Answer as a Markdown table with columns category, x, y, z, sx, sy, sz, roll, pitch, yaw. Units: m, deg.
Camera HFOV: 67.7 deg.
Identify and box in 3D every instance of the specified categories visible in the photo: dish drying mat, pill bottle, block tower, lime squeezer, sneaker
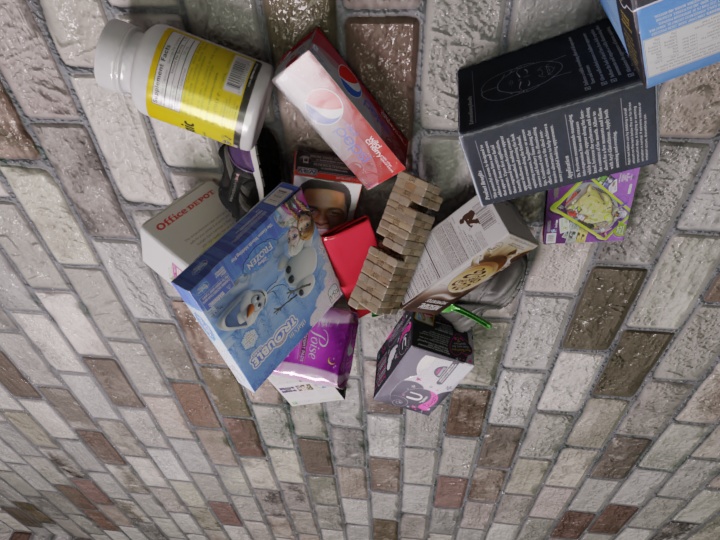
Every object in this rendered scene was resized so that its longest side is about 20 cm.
| category | x | y | z | sx | sy | sz | roll | pitch | yaw |
| --- | --- | --- | --- | --- | --- | --- | --- | --- | --- |
| dish drying mat | 0.000 | 0.000 | 0.823 | 0.076 | 0.018 | 0.201 | -26 | 140 | -5 |
| pill bottle | -0.214 | -0.234 | 0.667 | 0.197 | 0.112 | 0.112 | 19 | 136 | -9 |
| block tower | 0.052 | -0.032 | 0.764 | 0.054 | 0.057 | 0.203 | 7 | 108 | -53 |
| lime squeezer | 0.121 | 0.059 | 0.901 | 0.196 | 0.071 | 0.038 | 6 | 111 | 12 |
| sneaker | -0.159 | -0.095 | 0.773 | 0.086 | 0.204 | 0.075 | -7 | 175 | 23 |
| sneaker | 0.197 | 0.029 | 0.905 | 0.090 | 0.077 | 0.200 | 33 | 129 | -12 |

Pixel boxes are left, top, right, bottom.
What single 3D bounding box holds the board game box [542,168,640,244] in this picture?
| category | x | y | z | sx | sy | sz | roll | pitch | yaw |
| --- | --- | --- | --- | --- | --- | --- | --- | --- | --- |
| board game box | 0.324 | -0.120 | 0.757 | 0.118 | 0.033 | 0.202 | 1 | 137 | 14 |

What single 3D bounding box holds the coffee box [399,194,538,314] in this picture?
| category | x | y | z | sx | sy | sz | roll | pitch | yaw |
| --- | --- | --- | --- | --- | --- | --- | --- | --- | --- |
| coffee box | 0.147 | -0.020 | 0.803 | 0.199 | 0.081 | 0.112 | -38 | 152 | 29 |

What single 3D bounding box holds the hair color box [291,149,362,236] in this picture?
| category | x | y | z | sx | sy | sz | roll | pitch | yaw |
| --- | --- | --- | --- | --- | --- | --- | --- | --- | --- |
| hair color box | -0.065 | -0.080 | 0.830 | 0.100 | 0.062 | 0.202 | 6 | 137 | -9 |

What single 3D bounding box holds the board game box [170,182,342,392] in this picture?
| category | x | y | z | sx | sy | sz | roll | pitch | yaw |
| --- | --- | --- | --- | --- | --- | --- | --- | --- | --- |
| board game box | -0.123 | 0.024 | 0.718 | 0.043 | 0.200 | 0.201 | 20 | 145 | 35 |

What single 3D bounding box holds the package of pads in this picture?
| category | x | y | z | sx | sy | sz | roll | pitch | yaw |
| --- | --- | --- | --- | --- | --- | --- | --- | --- | --- |
| package of pads | -0.108 | 0.110 | 0.858 | 0.196 | 0.123 | 0.076 | 9 | 176 | 12 |

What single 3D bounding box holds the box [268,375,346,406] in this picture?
| category | x | y | z | sx | sy | sz | roll | pitch | yaw |
| --- | --- | --- | --- | --- | --- | --- | --- | --- | --- |
| box | -0.134 | 0.230 | 1.194 | 0.142 | 0.037 | 0.201 | -11 | 134 | 20 |

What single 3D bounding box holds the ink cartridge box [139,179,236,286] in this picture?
| category | x | y | z | sx | sy | sz | roll | pitch | yaw |
| --- | --- | --- | --- | --- | --- | --- | --- | --- | --- |
| ink cartridge box | -0.209 | -0.022 | 0.810 | 0.199 | 0.145 | 0.085 | 38 | 142 | 8 |

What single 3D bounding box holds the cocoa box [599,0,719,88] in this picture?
| category | x | y | z | sx | sy | sz | roll | pitch | yaw |
| --- | --- | --- | --- | --- | --- | --- | --- | --- | --- |
| cocoa box | 0.282 | -0.284 | 0.466 | 0.131 | 0.202 | 0.132 | -16 | 132 | 24 |

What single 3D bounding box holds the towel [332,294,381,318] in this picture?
| category | x | y | z | sx | sy | sz | roll | pitch | yaw |
| --- | --- | --- | --- | --- | --- | --- | --- | --- | --- |
| towel | 0.007 | 0.018 | 0.891 | 0.198 | 0.035 | 0.133 | 17 | 129 | -41 |

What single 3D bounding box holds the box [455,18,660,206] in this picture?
| category | x | y | z | sx | sy | sz | roll | pitch | yaw |
| --- | --- | --- | --- | --- | --- | --- | --- | --- | --- |
| box | 0.219 | -0.182 | 0.621 | 0.197 | 0.150 | 0.108 | -12 | 133 | 21 |

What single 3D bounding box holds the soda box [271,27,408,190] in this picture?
| category | x | y | z | sx | sy | sz | roll | pitch | yaw |
| --- | --- | --- | --- | --- | --- | --- | --- | --- | --- |
| soda box | -0.020 | -0.204 | 0.700 | 0.069 | 0.064 | 0.200 | -24 | 128 | 31 |

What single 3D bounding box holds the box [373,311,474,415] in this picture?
| category | x | y | z | sx | sy | sz | roll | pitch | yaw |
| --- | --- | --- | --- | --- | --- | --- | --- | --- | --- |
| box | 0.119 | 0.174 | 1.033 | 0.130 | 0.116 | 0.201 | 18 | 136 | -10 |
